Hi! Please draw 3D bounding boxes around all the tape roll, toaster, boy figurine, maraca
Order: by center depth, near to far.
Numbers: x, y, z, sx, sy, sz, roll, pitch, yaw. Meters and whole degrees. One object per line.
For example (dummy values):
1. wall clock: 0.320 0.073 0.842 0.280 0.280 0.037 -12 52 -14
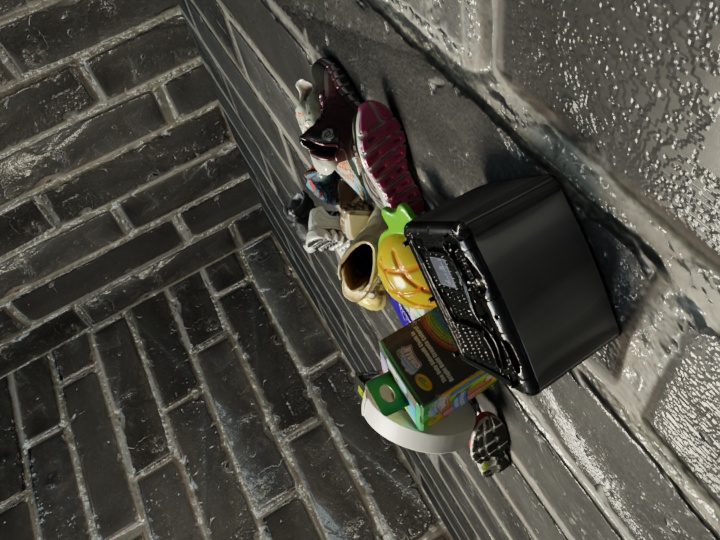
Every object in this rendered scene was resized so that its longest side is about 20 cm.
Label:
1. toaster: 0.143 0.010 0.625 0.184 0.117 0.200 63 171 -9
2. maraca: 0.082 -0.018 0.895 0.135 0.108 0.202 24 149 21
3. tape roll: 0.099 0.241 1.073 0.203 0.199 0.038 -134 53 -59
4. boy figurine: 0.034 0.010 1.232 0.063 0.126 0.201 17 148 4

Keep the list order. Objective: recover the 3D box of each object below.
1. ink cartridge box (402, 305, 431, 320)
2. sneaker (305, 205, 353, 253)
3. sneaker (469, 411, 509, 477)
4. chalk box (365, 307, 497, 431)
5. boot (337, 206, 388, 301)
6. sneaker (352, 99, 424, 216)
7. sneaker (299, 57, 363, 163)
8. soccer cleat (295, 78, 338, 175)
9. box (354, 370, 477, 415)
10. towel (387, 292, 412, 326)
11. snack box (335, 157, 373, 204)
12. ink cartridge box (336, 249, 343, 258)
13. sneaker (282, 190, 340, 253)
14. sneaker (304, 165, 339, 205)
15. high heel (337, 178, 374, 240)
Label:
1. ink cartridge box: 0.098 0.019 1.076 0.110 0.050 0.201 55 169 32
2. sneaker: -0.026 -0.074 1.240 0.198 0.074 0.083 15 -119 -45
3. sneaker: 0.222 0.310 1.150 0.202 0.076 0.086 74 169 -48
4. chalk box: 0.105 0.154 0.965 0.126 0.197 0.125 56 169 28
5. boot: 0.000 0.000 1.054 0.072 0.156 0.202 28 124 1
6. sneaker: 0.028 -0.155 0.908 0.087 0.073 0.202 38 160 52
7. sneaker: -0.059 -0.249 0.985 0.202 0.114 0.076 56 169 28
8. soccer cleat: -0.076 -0.243 1.054 0.077 0.069 0.203 26 -140 -39
9. box: 0.106 0.255 1.254 0.193 0.195 0.049 -137 48 -64
10. towel: 0.115 0.125 1.276 0.203 0.049 0.147 65 169 -13
11. snack box: -0.027 -0.216 1.137 0.200 0.037 0.118 50 165 50
12. ink cartridge box: 0.012 -0.005 1.408 0.203 0.067 0.115 62 170 3
13. sneaker: -0.098 -0.119 1.318 0.115 0.075 0.200 53 -160 -10
14. sneaker: -0.063 -0.191 1.345 0.096 0.079 0.200 48 176 -1
15. high heel: -0.027 -0.130 1.156 0.144 0.071 0.200 55 -170 15
